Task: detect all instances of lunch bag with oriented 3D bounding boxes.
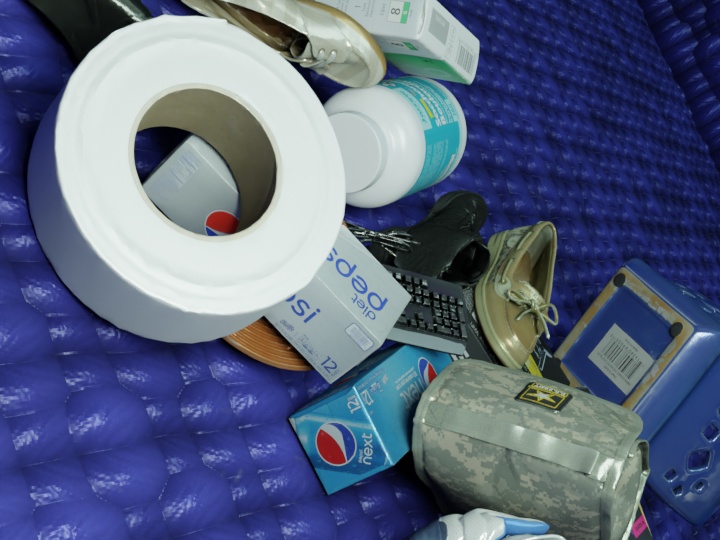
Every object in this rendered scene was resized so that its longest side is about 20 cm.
[{"bbox_3d":[0.136,0.147,1.119,0.200,0.162,0.119,60,50,-66],"label":"lunch bag"}]

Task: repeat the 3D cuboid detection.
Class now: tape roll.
[{"bbox_3d":[-0.111,-0.060,0.928,0.200,0.071,0.206,9,69,-25],"label":"tape roll"}]

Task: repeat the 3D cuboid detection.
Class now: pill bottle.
[{"bbox_3d":[0.022,-0.119,1.330,0.112,0.110,0.200,62,23,0],"label":"pill bottle"}]

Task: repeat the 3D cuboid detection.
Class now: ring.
[{"bbox_3d":[-0.068,-0.018,1.088,0.199,0.019,0.203,26,45,-29],"label":"ring"}]

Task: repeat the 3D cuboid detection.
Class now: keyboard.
[{"bbox_3d":[0.000,0.000,1.172,0.198,0.021,0.128,15,44,-27],"label":"keyboard"}]

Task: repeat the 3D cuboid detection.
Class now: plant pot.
[{"bbox_3d":[0.325,0.119,1.546,0.179,0.201,0.200,32,10,-38],"label":"plant pot"}]

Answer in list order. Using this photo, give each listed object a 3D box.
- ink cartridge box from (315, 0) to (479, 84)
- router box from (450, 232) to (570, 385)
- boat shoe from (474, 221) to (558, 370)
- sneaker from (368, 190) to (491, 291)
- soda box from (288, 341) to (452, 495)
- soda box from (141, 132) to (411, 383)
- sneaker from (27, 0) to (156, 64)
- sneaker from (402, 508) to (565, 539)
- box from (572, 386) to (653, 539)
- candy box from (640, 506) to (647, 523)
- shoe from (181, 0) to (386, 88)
[{"bbox_3d":[-0.004,-0.226,1.332,0.161,0.197,0.051,17,83,-67],"label":"ink cartridge box"},{"bbox_3d":[0.130,0.078,1.416,0.201,0.052,0.157,57,25,-12],"label":"router box"},{"bbox_3d":[0.155,0.017,1.386,0.073,0.062,0.201,50,28,-27],"label":"boat shoe"},{"bbox_3d":[0.084,-0.017,1.321,0.199,0.103,0.061,-27,124,-44],"label":"sneaker"},{"bbox_3d":[0.019,0.107,1.145,0.068,0.064,0.200,62,24,-1],"label":"soda box"},{"bbox_3d":[-0.058,-0.020,1.032,0.200,0.063,0.068,47,38,-7],"label":"soda box"},{"bbox_3d":[-0.186,-0.207,1.041,0.200,0.076,0.115,46,34,-22],"label":"sneaker"},{"bbox_3d":[0.106,0.252,1.067,0.200,0.145,0.081,45,29,-32],"label":"sneaker"},{"bbox_3d":[0.175,0.219,1.274,0.106,0.121,0.202,6,59,-62],"label":"box"},{"bbox_3d":[0.232,0.258,1.434,0.199,0.056,0.118,18,49,-57],"label":"candy box"},{"bbox_3d":[-0.067,-0.207,1.230,0.198,0.070,0.054,30,56,-16],"label":"shoe"}]
